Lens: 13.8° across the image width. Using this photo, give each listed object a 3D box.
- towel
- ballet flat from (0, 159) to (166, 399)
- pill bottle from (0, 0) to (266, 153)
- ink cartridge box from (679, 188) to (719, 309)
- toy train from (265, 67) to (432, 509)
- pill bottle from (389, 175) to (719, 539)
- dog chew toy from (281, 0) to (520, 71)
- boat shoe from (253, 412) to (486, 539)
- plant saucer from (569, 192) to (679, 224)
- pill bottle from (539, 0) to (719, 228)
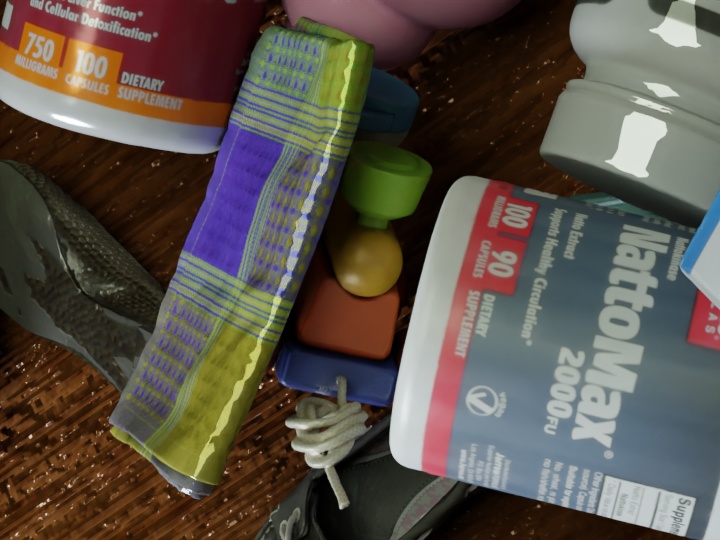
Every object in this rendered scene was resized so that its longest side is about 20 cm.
[{"bbox_3d":[-0.050,-0.009,1.236,0.201,0.023,0.144,-68,18,4],"label":"towel"},{"bbox_3d":[-0.120,0.012,1.397,0.200,0.046,0.068,39,122,37],"label":"ballet flat"},{"bbox_3d":[-0.088,-0.161,1.300,0.112,0.113,0.201,20,101,32],"label":"pill bottle"},{"bbox_3d":[0.247,-0.035,1.061,0.145,0.199,0.148,43,131,22],"label":"ink cartridge box"},{"bbox_3d":[0.000,0.000,1.235,0.200,0.084,0.116,-108,33,-62],"label":"toy train"},{"bbox_3d":[0.120,0.041,1.170,0.199,0.120,0.120,13,86,6],"label":"pill bottle"},{"bbox_3d":[0.041,-0.163,1.295,0.200,0.124,0.125,-43,61,25],"label":"dog chew toy"},{"bbox_3d":[0.009,0.095,1.289,0.200,0.057,0.067,-39,63,18],"label":"boat shoe"},{"bbox_3d":[0.172,-0.012,1.239,0.199,0.019,0.070,-8,75,30],"label":"plant saucer"},{"bbox_3d":[0.153,-0.122,1.211,0.113,0.114,0.201,20,86,32],"label":"pill bottle"}]
